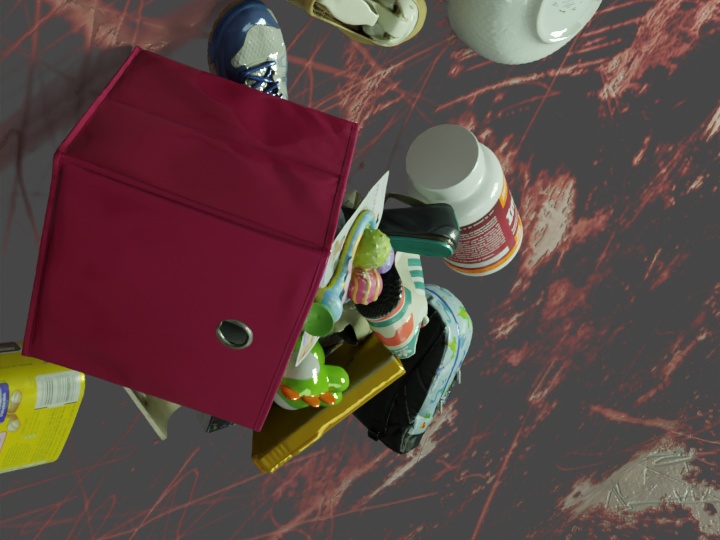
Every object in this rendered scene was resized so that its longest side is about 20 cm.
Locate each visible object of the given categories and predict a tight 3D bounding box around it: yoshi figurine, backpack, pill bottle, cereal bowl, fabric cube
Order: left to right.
[{"bbox_3d":[-0.131,-0.028,0.762,0.198,0.201,0.197,19,125,-7],"label":"fabric cube"},{"bbox_3d":[-0.110,0.093,0.995,0.199,0.113,0.112,18,149,-29],"label":"yoshi figurine"},{"bbox_3d":[0.064,0.113,1.271,0.153,0.163,0.201,-21,137,-43],"label":"backpack"},{"bbox_3d":[0.121,-0.082,1.119,0.113,0.113,0.200,-40,148,-2],"label":"pill bottle"},{"bbox_3d":[0.189,-0.294,0.968,0.199,0.083,0.201,-27,146,-20],"label":"cereal bowl"}]

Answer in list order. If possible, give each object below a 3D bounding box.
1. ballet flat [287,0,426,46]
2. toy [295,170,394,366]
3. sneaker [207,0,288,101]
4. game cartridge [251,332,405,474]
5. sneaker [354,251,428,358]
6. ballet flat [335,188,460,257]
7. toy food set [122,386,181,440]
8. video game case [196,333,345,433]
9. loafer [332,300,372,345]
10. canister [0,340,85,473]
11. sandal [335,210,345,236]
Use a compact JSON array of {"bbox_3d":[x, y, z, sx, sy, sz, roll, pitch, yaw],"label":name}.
[{"bbox_3d":[0.005,-0.235,0.861,0.199,0.063,0.069,2,129,-48],"label":"ballet flat"},{"bbox_3d":[0.000,0.000,0.905,0.200,0.047,0.116,-51,159,-53],"label":"toy"},{"bbox_3d":[-0.083,-0.145,0.852,0.075,0.088,0.201,-26,143,-20],"label":"sneaker"},{"bbox_3d":[-0.043,0.148,1.117,0.200,0.032,0.176,-39,-169,3],"label":"game cartridge"},{"bbox_3d":[0.040,0.018,1.089,0.070,0.200,0.094,-17,123,16],"label":"sneaker"},{"bbox_3d":[0.013,-0.053,1.041,0.198,0.073,0.073,3,148,14],"label":"ballet flat"},{"bbox_3d":[-0.163,0.078,1.020,0.199,0.060,0.144,-34,128,-11],"label":"toy food set"},{"bbox_3d":[-0.096,0.108,1.187,0.199,0.036,0.182,-13,137,-37],"label":"video game case"},{"bbox_3d":[-0.038,0.033,1.089,0.200,0.075,0.069,34,74,-45],"label":"loafer"},{"bbox_3d":[-0.373,0.136,0.882,0.199,0.087,0.149,-4,133,-46],"label":"canister"},{"bbox_3d":[-0.107,-0.058,0.959,0.199,0.077,0.043,-2,162,-32],"label":"sandal"}]
